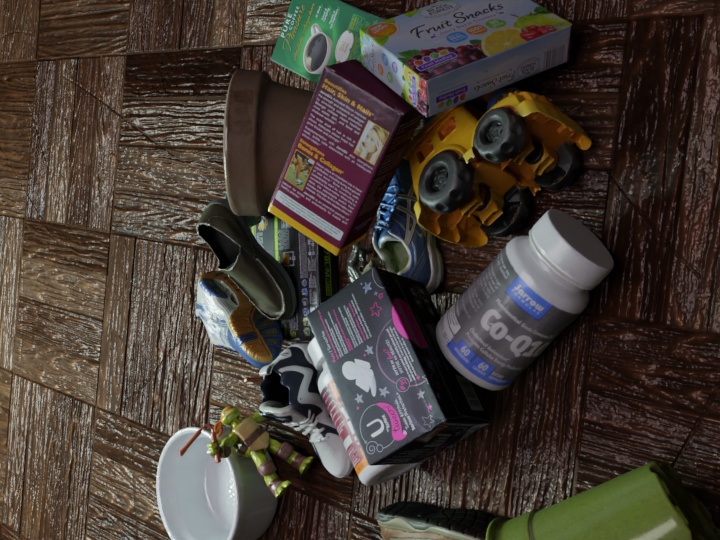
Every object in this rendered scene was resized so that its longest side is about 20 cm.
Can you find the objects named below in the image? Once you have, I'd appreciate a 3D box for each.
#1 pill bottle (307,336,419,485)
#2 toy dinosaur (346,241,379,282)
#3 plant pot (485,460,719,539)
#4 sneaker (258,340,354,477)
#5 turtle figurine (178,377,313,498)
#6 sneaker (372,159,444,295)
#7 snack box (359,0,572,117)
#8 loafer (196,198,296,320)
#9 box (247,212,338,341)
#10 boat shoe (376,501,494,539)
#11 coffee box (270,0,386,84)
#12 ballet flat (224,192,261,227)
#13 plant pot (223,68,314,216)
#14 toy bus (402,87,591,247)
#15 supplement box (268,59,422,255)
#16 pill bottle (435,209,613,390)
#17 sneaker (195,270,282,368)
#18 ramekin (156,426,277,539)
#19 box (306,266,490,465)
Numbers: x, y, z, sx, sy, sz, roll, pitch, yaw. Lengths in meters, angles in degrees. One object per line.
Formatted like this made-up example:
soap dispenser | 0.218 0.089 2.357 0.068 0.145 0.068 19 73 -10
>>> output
pill bottle | 0.010 0.170 1.163 0.110 0.109 0.201 -43 63 32
toy dinosaur | 0.000 0.000 1.188 0.200 0.047 0.089 108 154 -63
plant pot | 0.265 0.296 0.905 0.190 0.200 0.200 -40 63 19
sneaker | -0.083 0.206 1.216 0.079 0.129 0.200 -12 94 39
turtle figurine | -0.158 0.256 1.285 0.161 0.200 0.064 43 132 11
sneaker | 0.055 -0.065 1.151 0.076 0.077 0.201 -26 71 40
snack box | 0.120 -0.259 1.013 0.142 0.199 0.053 47 153 42
loafer | -0.169 -0.005 1.256 0.075 0.070 0.200 -33 97 37
box | -0.117 0.008 1.323 0.193 0.047 0.201 -6 86 44
boat shoe | 0.104 0.341 1.108 0.200 0.075 0.074 -5 91 49
coffee box | -0.036 -0.322 1.259 0.200 0.044 0.123 33 110 37
ballet flat | -0.168 -0.142 1.345 0.071 0.071 0.201 -37 38 35
plant pot | -0.084 -0.172 1.198 0.174 0.200 0.201 1 90 3
toy bus | 0.147 -0.158 1.053 0.200 0.135 0.193 -43 46 31
supplement box | -0.017 -0.136 1.058 0.110 0.086 0.201 33 119 12
pill bottle | 0.187 0.033 1.008 0.200 0.114 0.114 -52 58 28
sneaker | -0.182 0.088 1.316 0.200 0.075 0.088 48 132 38
ramekin | -0.219 0.339 1.370 0.200 0.097 0.202 -1 88 42
box | 0.044 0.117 1.045 0.115 0.132 0.201 -34 65 22
